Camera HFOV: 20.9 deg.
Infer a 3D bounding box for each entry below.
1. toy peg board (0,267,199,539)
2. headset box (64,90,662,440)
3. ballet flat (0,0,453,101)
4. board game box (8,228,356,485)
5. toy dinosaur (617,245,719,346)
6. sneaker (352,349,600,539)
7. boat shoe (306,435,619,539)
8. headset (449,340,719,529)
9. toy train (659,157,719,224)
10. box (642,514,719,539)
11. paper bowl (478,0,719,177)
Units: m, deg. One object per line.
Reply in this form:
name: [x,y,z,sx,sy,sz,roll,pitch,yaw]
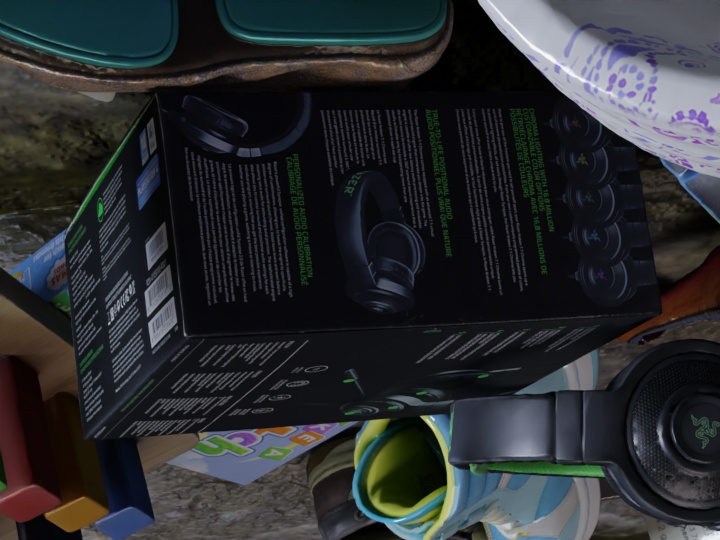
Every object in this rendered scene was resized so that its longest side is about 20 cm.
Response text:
toy peg board: [-0.196,0.110,0.873,0.199,0.098,0.199,-28,144,14]
headset box: [0.000,0.000,0.768,0.199,0.093,0.174,-2,165,-20]
ballet flat: [-0.066,-0.085,0.700,0.199,0.068,0.067,6,158,-15]
board game box: [-0.087,0.042,0.945,0.199,0.037,0.151,20,142,-38]
toy dinosaur: [0.191,-0.013,0.889,0.180,0.105,0.201,-5,118,19]
sneaker: [0.051,0.104,0.957,0.130,0.079,0.201,-37,141,-27]
boat shoe: [0.071,0.127,1.086,0.199,0.065,0.073,-5,148,-2]
headset: [0.132,0.079,0.747,0.199,0.095,0.123,-2,171,20]
toy train: [0.201,-0.027,0.740,0.200,0.114,0.087,43,128,-15]
box: [0.275,0.138,1.061,0.199,0.110,0.128,-26,162,33]
paper bowl: [0.123,-0.122,0.526,0.200,0.202,0.104,-16,165,19]
